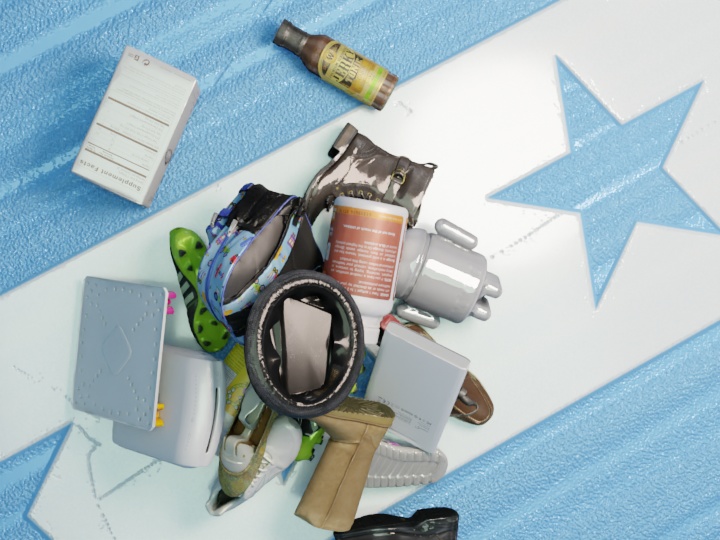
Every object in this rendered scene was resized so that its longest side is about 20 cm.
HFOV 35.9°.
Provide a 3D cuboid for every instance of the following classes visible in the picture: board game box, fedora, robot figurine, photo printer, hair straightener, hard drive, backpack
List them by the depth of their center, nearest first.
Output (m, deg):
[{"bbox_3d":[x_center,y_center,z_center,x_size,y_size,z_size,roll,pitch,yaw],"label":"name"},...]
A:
[{"bbox_3d":[-0.090,0.103,1.541,0.199,0.091,0.203,4,82,-27],"label":"fedora"},{"bbox_3d":[-0.157,-0.002,1.603,0.134,0.183,0.201,20,60,31],"label":"backpack"},{"bbox_3d":[-0.274,0.194,1.618,0.069,0.199,0.168,9,89,-48],"label":"photo printer"},{"bbox_3d":[-0.347,0.117,1.624,0.026,0.199,0.203,6,91,-48],"label":"board game box"},{"bbox_3d":[0.077,0.177,1.656,0.131,0.201,0.027,26,44,11],"label":"hard drive"},{"bbox_3d":[0.094,0.153,1.675,0.199,0.077,0.041,39,45,-2],"label":"hair straightener"},{"bbox_3d":[0.116,0.006,1.693,0.198,0.113,0.171,22,104,-5],"label":"robot figurine"}]

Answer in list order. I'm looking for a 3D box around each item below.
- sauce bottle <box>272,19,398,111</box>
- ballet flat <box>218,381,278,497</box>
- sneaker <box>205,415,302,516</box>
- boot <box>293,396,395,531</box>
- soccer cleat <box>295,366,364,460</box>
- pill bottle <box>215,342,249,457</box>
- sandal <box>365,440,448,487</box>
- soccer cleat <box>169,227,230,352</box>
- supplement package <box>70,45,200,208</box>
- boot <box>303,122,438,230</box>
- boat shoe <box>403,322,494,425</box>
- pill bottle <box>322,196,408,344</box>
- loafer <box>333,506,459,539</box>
[{"bbox_3d":[-0.040,-0.316,1.697,0.198,0.065,0.065,27,88,-6],"label":"sauce bottle"},{"bbox_3d":[-0.162,0.228,1.589,0.070,0.071,0.202,25,90,-6],"label":"ballet flat"},{"bbox_3d":[-0.158,0.298,1.652,0.070,0.080,0.201,41,110,0],"label":"sneaker"},{"bbox_3d":[-0.052,0.281,1.632,0.174,0.066,0.202,17,106,-22],"label":"boot"},{"bbox_3d":[-0.064,0.195,1.694,0.081,0.068,0.201,33,90,-6],"label":"soccer cleat"},{"bbox_3d":[-0.174,0.179,1.670,0.104,0.104,0.201,37,87,-5],"label":"pill bottle"},{"bbox_3d":[0.037,0.295,1.725,0.201,0.050,0.083,13,105,-19],"label":"sandal"},{"bbox_3d":[-0.243,0.027,1.682,0.067,0.081,0.202,-19,114,-17],"label":"soccer cleat"},{"bbox_3d":[-0.329,-0.208,1.641,0.116,0.117,0.202,24,89,-6],"label":"supplement package"},{"bbox_3d":[0.011,-0.113,1.703,0.173,0.069,0.201,31,86,-5],"label":"boot"},{"bbox_3d":[0.130,0.167,1.716,0.202,0.075,0.075,43,87,-5],"label":"boat shoe"},{"bbox_3d":[0.000,0.000,1.615,0.111,0.112,0.202,10,91,-6],"label":"pill bottle"},{"bbox_3d":[0.057,0.416,1.716,0.197,0.073,0.073,-3,96,-5],"label":"loafer"}]
